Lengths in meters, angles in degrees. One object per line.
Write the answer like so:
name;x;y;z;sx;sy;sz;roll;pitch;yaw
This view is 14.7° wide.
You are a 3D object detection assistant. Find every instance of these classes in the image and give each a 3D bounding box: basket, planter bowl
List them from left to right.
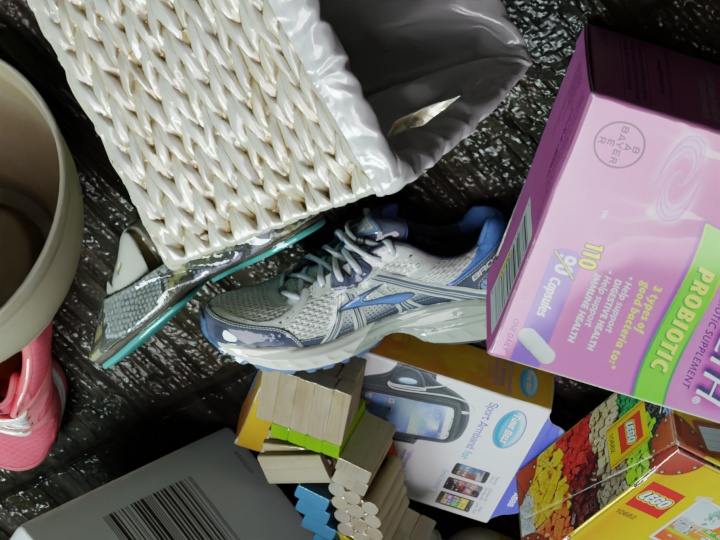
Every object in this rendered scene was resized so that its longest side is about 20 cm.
planter bowl;-0.247;-0.019;1.644;0.200;0.200;0.135;-4;159;13
basket;-0.046;-0.136;1.444;0.161;0.198;0.200;-21;103;30

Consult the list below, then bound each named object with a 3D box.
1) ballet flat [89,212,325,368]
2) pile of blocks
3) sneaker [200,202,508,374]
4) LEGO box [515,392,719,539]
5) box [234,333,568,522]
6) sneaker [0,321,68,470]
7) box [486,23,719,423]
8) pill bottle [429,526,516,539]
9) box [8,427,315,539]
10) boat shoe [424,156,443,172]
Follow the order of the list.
ballet flat;-0.106;-0.012;1.704;0.072;0.072;0.200;39;127;-25
pile of blocks;-0.010;0.119;1.758;0.082;0.062;0.200;0;126;27
sneaker;0.000;0.000;1.672;0.200;0.077;0.085;-11;124;-12
LEGO box;0.221;0.155;1.764;0.200;0.077;0.149;26;130;-28
box;0.032;0.092;1.788;0.200;0.041;0.119;17;133;-10
sneaker;-0.230;0.069;1.777;0.074;0.087;0.200;9;134;3
box;0.192;-0.018;1.588;0.200;0.097;0.176;17;118;-7
pill bottle;0.102;0.239;1.864;0.200;0.112;0.112;23;133;-13
box;-0.118;0.238;1.790;0.200;0.199;0.131;50;132;15
boat shoe;-0.045;-0.080;1.613;0.201;0.063;0.074;3;94;24
